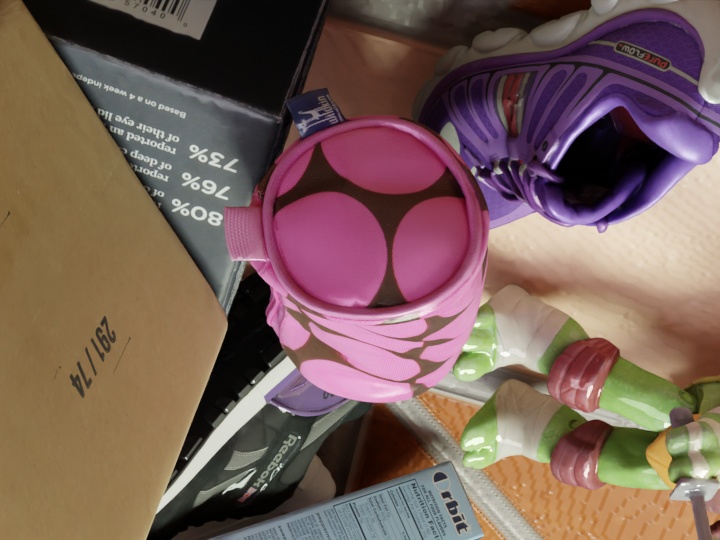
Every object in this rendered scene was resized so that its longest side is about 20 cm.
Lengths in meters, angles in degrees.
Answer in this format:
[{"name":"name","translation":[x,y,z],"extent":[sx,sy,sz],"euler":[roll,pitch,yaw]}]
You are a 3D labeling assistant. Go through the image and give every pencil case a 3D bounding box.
[{"name":"pencil case","translation":[0.000,0.000,0.894],"extent":[0.094,0.091,0.200],"euler":[-15,166,-2]}]

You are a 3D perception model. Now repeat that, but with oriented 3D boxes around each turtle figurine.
[{"name":"turtle figurine","translation":[0.121,0.101,0.972],"extent":[0.194,0.200,0.144],"euler":[24,176,27]}]

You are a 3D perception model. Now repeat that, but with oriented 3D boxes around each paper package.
[{"name":"paper package","translation":[-0.153,0.029,0.815],"extent":[0.103,0.200,0.191],"euler":[-10,129,27]}]

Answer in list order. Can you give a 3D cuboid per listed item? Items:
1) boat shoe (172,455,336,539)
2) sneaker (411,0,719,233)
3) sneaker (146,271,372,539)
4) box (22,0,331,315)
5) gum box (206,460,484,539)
[{"name":"boat shoe","translation":[-0.099,0.126,1.150],"extent":[0.200,0.072,0.066],"euler":[-28,116,29]},{"name":"sneaker","translation":[0.074,-0.049,0.877],"extent":[0.081,0.083,0.200],"euler":[31,155,-17]},{"name":"sneaker","translation":[-0.071,0.095,1.029],"extent":[0.076,0.200,0.088],"euler":[38,166,50]},{"name":"box","translation":[-0.108,-0.053,0.938],"extent":[0.148,0.104,0.200],"euler":[20,138,-2]},{"name":"gum box","translation":[-0.067,0.160,1.085],"extent":[0.170,0.200,0.045],"euler":[-36,73,46]}]
